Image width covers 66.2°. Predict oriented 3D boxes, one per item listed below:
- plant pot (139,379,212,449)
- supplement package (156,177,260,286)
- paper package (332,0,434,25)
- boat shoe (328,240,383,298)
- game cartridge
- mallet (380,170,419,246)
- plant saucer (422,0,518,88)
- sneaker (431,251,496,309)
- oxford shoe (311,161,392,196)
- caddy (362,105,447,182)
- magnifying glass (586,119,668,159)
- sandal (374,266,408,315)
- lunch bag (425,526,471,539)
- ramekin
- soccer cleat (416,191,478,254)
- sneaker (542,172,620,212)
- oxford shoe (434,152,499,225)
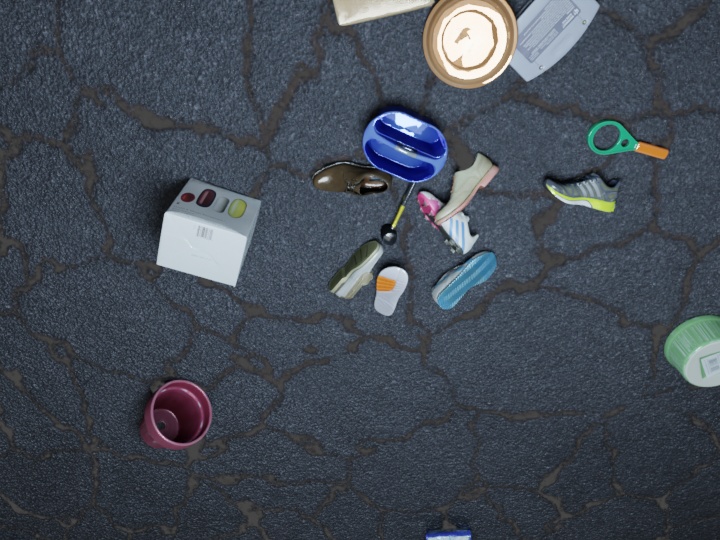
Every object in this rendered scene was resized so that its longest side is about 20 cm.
[{"bbox_3d":[-0.587,0.464,1.710,0.199,0.201,0.179,37,131,-20],"label":"plant pot"},{"bbox_3d":[-0.362,-0.096,1.343,0.190,0.201,0.148,17,120,-10],"label":"supplement package"},{"bbox_3d":[0.033,-0.600,1.081,0.198,0.104,0.192,-10,119,8],"label":"paper package"},{"bbox_3d":[0.000,0.000,1.474,0.068,0.075,0.200,32,124,-24],"label":"boat shoe"},{"bbox_3d":[0.393,-0.511,1.168,0.133,0.041,0.200,38,116,-16],"label":"game cartridge"},{"bbox_3d":[0.103,-0.160,1.394,0.041,0.066,0.201,20,105,-12],"label":"mallet"},{"bbox_3d":[0.229,-0.487,1.165,0.198,0.032,0.202,7,120,12],"label":"plant saucer"},{"bbox_3d":[0.272,0.014,1.473,0.199,0.081,0.077,-38,114,0],"label":"sneaker"},{"bbox_3d":[-0.022,-0.217,1.330,0.198,0.085,0.073,-3,124,5],"label":"oxford shoe"},{"bbox_3d":[0.102,-0.289,1.268,0.198,0.105,0.142,20,121,-11],"label":"caddy"},{"bbox_3d":[0.629,-0.300,1.302,0.198,0.022,0.080,14,121,-5],"label":"magnifying glass"},{"bbox_3d":[0.082,0.043,1.508,0.079,0.059,0.207,24,142,6],"label":"sandal"},{"bbox_3d":[0.334,1.029,2.063,0.168,0.128,0.201,-8,131,7],"label":"lunch bag"},{"bbox_3d":[0.989,0.236,1.575,0.198,0.098,0.202,0,122,1],"label":"ramekin"},{"bbox_3d":[0.221,-0.133,1.395,0.086,0.070,0.200,-41,107,-10],"label":"soccer cleat"},{"bbox_3d":[0.536,-0.203,1.341,0.198,0.074,0.082,9,115,-13],"label":"sneaker"},{"bbox_3d":[0.240,-0.195,1.329,0.074,0.071,0.200,44,85,-1],"label":"oxford shoe"}]
